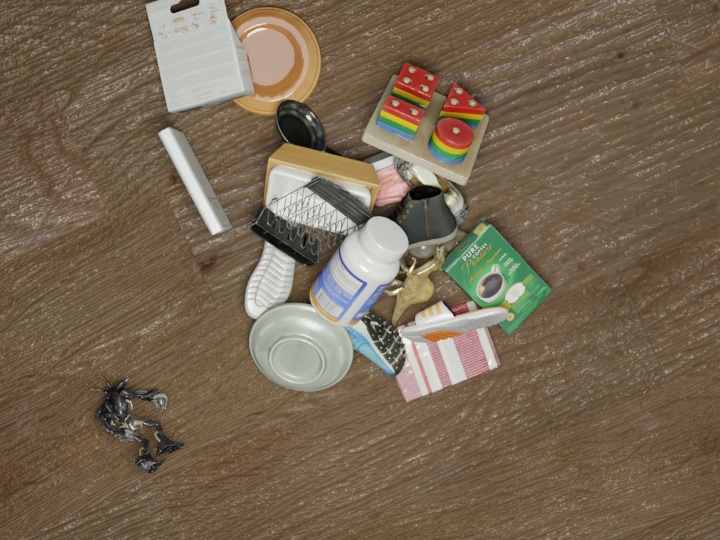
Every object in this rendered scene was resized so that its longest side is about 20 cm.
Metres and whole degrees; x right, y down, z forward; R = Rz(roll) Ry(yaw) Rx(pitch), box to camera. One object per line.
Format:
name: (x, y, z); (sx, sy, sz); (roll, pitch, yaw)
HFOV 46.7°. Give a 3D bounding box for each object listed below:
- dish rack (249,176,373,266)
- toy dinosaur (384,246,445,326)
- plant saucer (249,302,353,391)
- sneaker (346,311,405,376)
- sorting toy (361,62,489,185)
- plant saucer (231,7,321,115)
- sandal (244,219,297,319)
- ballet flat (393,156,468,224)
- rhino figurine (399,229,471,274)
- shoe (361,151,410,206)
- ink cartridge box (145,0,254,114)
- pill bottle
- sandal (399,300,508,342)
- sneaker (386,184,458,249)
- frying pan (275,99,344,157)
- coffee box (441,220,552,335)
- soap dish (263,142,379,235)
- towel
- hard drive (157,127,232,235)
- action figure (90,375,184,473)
dish rack: (-0.082, -0.088, 1.488); (0.153, 0.200, 0.055); (33, 52, -33)
toy dinosaur: (0.082, 0.037, 1.533); (0.101, 0.058, 0.200); (22, 120, -19)
plant saucer: (-0.114, 0.155, 1.550); (0.200, 0.050, 0.201); (3, 120, 6)
sneaker: (0.003, 0.124, 1.583); (0.200, 0.078, 0.090); (46, 130, 6)
sorting toy: (0.129, -0.273, 1.487); (0.198, 0.200, 0.070); (24, 137, 0)
plant saucer: (-0.172, -0.391, 1.553); (0.200, 0.037, 0.201); (0, 95, 0)
sandal: (-0.164, -0.003, 1.582); (0.082, 0.050, 0.203); (21, 81, -17)
ballet flat: (0.137, -0.143, 1.514); (0.072, 0.072, 0.200); (-47, 119, 3)
rhino figurine: (0.150, -0.042, 1.576); (0.199, 0.060, 0.088); (-4, 87, -4)
shoe: (0.104, -0.191, 1.563); (0.200, 0.071, 0.091); (-21, 111, -5)
ink cartridge box: (-0.293, -0.403, 1.523); (0.162, 0.057, 0.201); (-10, 90, 19)
pill bottle: (0.000, 0.000, 1.467); (0.112, 0.112, 0.200); (35, 128, -4)
sandal: (0.174, 0.085, 1.558); (0.206, 0.079, 0.059); (-15, 63, 16)
sneaker: (0.067, -0.092, 1.500); (0.200, 0.075, 0.106); (-14, 130, 12)
frying pan: (-0.085, -0.251, 1.562); (0.190, 0.031, 0.115); (19, 55, -38)
coffee box: (0.254, 0.014, 1.561); (0.200, 0.044, 0.123); (42, 92, -24)
soap dish: (-0.072, -0.147, 1.519); (0.200, 0.157, 0.081); (13, 59, -3)
towel: (0.154, 0.154, 1.612); (0.200, 0.023, 0.144); (-20, 93, -1)
hard drive: (-0.298, -0.161, 1.521); (0.026, 0.132, 0.200); (-28, 95, 1)
action figure: (-0.423, 0.282, 1.574); (0.119, 0.102, 0.200); (-48, 68, 11)
